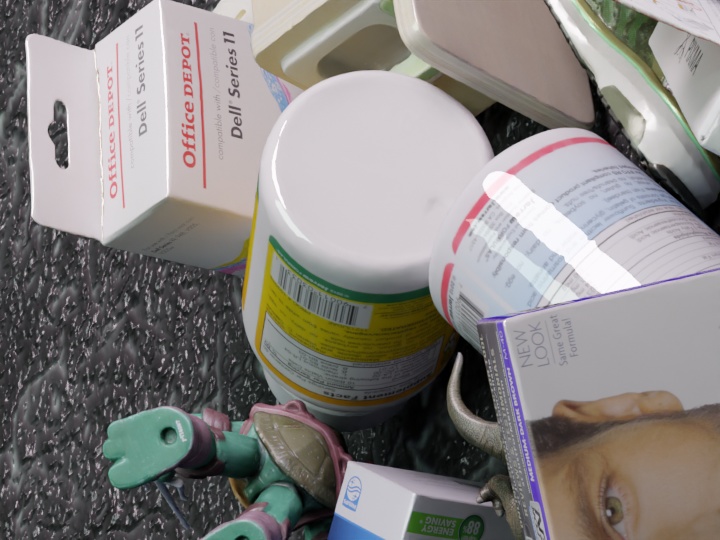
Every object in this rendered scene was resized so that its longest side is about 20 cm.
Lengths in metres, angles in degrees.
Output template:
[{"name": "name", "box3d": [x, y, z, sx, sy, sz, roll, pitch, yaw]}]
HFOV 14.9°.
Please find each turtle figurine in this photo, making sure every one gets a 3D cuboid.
[{"name": "turtle figurine", "box3d": [-0.051, 0.110, 1.348, 0.149, 0.200, 0.101, 37, 97, 16]}]

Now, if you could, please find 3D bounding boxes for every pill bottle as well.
[{"name": "pill bottle", "box3d": [0.000, 0.000, 1.333, 0.200, 0.112, 0.113, 102, 162, -61]}, {"name": "pill bottle", "box3d": [0.129, 0.033, 1.185, 0.200, 0.108, 0.109, 43, 115, 34]}]

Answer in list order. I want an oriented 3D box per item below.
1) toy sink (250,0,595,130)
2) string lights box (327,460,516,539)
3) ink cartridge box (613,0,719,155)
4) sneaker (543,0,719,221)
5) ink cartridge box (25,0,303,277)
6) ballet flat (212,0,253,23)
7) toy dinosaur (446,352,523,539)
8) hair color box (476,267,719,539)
[{"name": "toy sink", "box3d": [0.022, -0.143, 1.362, 0.112, 0.130, 0.201, -34, 50, 34]}, {"name": "string lights box", "box3d": [0.021, 0.199, 1.304, 0.059, 0.102, 0.201, 20, 97, 52]}, {"name": "ink cartridge box", "box3d": [0.136, -0.088, 1.103, 0.200, 0.173, 0.044, -88, 21, -74]}, {"name": "sneaker", "box3d": [0.145, -0.110, 1.280, 0.088, 0.077, 0.201, -31, 48, 7]}, {"name": "ink cartridge box", "box3d": [-0.072, -0.066, 1.428, 0.067, 0.199, 0.118, -30, 57, 46]}, {"name": "ballet flat", "box3d": [-0.066, -0.097, 1.539, 0.068, 0.072, 0.201, -20, 64, 51]}, {"name": "toy dinosaur", "box3d": [0.099, 0.123, 1.210, 0.102, 0.077, 0.201, 138, 120, -63]}, {"name": "hair color box", "box3d": [0.155, 0.051, 1.063, 0.065, 0.199, 0.110, 163, 94, -84]}]
